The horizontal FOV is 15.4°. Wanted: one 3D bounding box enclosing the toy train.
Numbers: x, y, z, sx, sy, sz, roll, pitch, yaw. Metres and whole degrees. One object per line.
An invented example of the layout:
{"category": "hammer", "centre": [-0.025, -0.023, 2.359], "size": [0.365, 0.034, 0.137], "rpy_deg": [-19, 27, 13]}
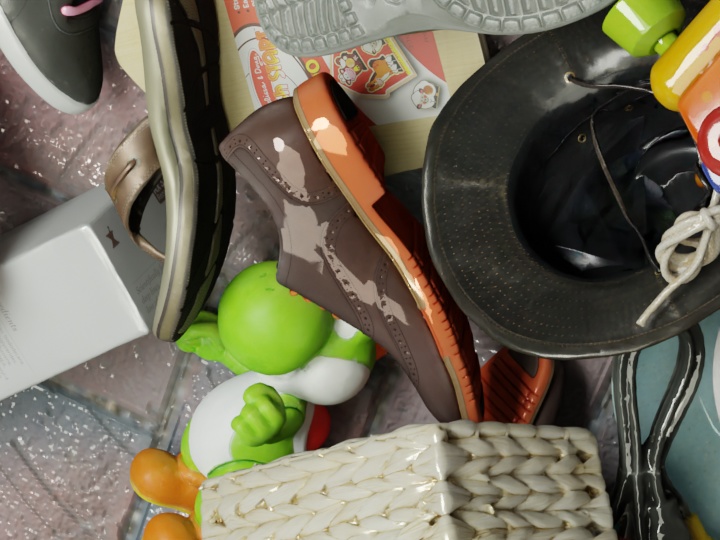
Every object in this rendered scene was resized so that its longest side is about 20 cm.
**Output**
{"category": "toy train", "centre": [0.154, -0.085, 1.227], "size": [0.116, 0.085, 0.200], "rpy_deg": [48, 111, 19]}

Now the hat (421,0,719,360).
{"category": "hat", "centre": [0.133, -0.040, 1.321], "size": [0.200, 0.081, 0.201], "rpy_deg": [-6, 72, 20]}

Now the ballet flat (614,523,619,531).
{"category": "ballet flat", "centre": [0.152, 0.208, 1.451], "size": [0.200, 0.067, 0.067], "rpy_deg": [51, 141, -9]}

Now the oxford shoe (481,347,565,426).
{"category": "oxford shoe", "centre": [0.076, 0.128, 1.449], "size": [0.072, 0.071, 0.200], "rpy_deg": [10, 113, -27]}

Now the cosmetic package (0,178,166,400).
{"category": "cosmetic package", "centre": [-0.189, 0.022, 1.466], "size": [0.200, 0.102, 0.074], "rpy_deg": [-23, 104, 28]}

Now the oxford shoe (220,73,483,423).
{"category": "oxford shoe", "centre": [0.000, 0.000, 1.361], "size": [0.072, 0.071, 0.200], "rpy_deg": [-27, 103, 11]}

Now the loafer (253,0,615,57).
{"category": "loafer", "centre": [0.046, -0.150, 1.288], "size": [0.200, 0.070, 0.075], "rpy_deg": [-4, 105, 26]}

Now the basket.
{"category": "basket", "centre": [0.025, 0.151, 1.348], "size": [0.200, 0.135, 0.124], "rpy_deg": [-16, 74, 45]}

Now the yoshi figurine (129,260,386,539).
{"category": "yoshi figurine", "centre": [-0.064, 0.064, 1.437], "size": [0.112, 0.112, 0.200], "rpy_deg": [41, 114, 9]}

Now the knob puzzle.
{"category": "knob puzzle", "centre": [-0.034, -0.132, 1.381], "size": [0.219, 0.030, 0.220], "rpy_deg": [8, 116, 16]}

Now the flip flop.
{"category": "flip flop", "centre": [-0.104, -0.063, 1.374], "size": [0.057, 0.081, 0.200], "rpy_deg": [0, 109, 15]}

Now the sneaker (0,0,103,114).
{"category": "sneaker", "centre": [-0.147, -0.180, 1.376], "size": [0.099, 0.071, 0.200], "rpy_deg": [-7, 106, 28]}

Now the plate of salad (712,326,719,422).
{"category": "plate of salad", "centre": [0.267, 0.067, 1.301], "size": [0.200, 0.048, 0.200], "rpy_deg": [10, 121, 17]}

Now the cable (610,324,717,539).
{"category": "cable", "centre": [0.143, 0.114, 1.374], "size": [0.097, 0.050, 0.200], "rpy_deg": [-11, 103, 0]}

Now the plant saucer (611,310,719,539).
{"category": "plant saucer", "centre": [0.230, 0.061, 1.368], "size": [0.201, 0.039, 0.201], "rpy_deg": [8, 115, 17]}
